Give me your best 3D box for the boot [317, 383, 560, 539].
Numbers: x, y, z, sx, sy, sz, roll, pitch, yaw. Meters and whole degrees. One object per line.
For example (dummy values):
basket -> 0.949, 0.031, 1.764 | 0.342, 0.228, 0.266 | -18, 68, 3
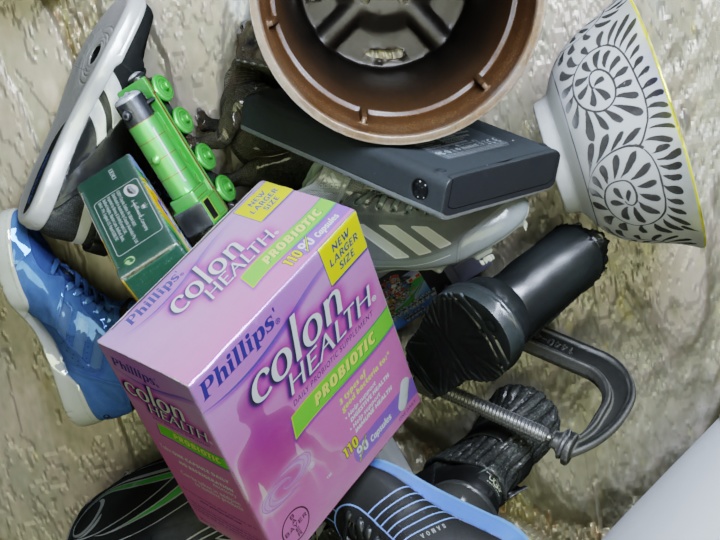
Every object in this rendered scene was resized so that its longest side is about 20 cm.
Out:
boot -> 0.070, 0.188, 1.026 | 0.210, 0.158, 0.080 | -27, 105, 42

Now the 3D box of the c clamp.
c clamp -> 0.118, 0.101, 0.977 | 0.198, 0.171, 0.027 | 18, 135, 19

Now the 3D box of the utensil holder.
utensil holder -> 0.313, 0.241, 1.024 | 0.169, 0.170, 0.200 | 39, 104, -11

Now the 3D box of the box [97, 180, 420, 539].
box -> -0.063, 0.074, 0.859 | 0.176, 0.096, 0.202 | -47, 136, -29

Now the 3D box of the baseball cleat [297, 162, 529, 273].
baseball cleat -> 0.022, -0.044, 0.891 | 0.198, 0.070, 0.107 | -17, 121, 23

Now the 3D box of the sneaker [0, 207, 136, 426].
sneaker -> -0.219, 0.029, 0.990 | 0.110, 0.077, 0.202 | -16, 110, 9

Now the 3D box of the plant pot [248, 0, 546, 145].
plant pot -> 0.021, -0.210, 0.870 | 0.197, 0.199, 0.203 | -1, 107, -2

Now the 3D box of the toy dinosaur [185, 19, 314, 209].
toy dinosaur -> -0.077, -0.099, 0.962 | 0.101, 0.077, 0.202 | -18, 102, 17

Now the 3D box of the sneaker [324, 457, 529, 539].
sneaker -> 0.029, 0.202, 0.900 | 0.198, 0.078, 0.071 | 16, 126, 25

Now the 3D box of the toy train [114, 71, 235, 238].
toy train -> -0.126, -0.059, 0.916 | 0.041, 0.056, 0.201 | -25, 105, 28

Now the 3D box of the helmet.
helmet -> -0.133, 0.245, 1.007 | 0.188, 0.200, 0.202 | -16, 106, 20

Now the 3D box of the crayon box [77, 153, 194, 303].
crayon box -> -0.136, 0.020, 0.932 | 0.051, 0.126, 0.201 | -32, 135, -4

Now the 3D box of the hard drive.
hard drive -> 0.028, -0.097, 0.880 | 0.199, 0.139, 0.033 | 27, 120, 35

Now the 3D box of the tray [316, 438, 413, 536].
tray -> 0.004, 0.214, 1.080 | 0.106, 0.022, 0.202 | -29, 105, 5

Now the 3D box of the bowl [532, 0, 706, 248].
bowl -> 0.189, -0.100, 0.913 | 0.093, 0.201, 0.203 | -18, 106, 12

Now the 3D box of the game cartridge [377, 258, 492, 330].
game cartridge -> 0.000, 0.000, 0.998 | 0.199, 0.039, 0.130 | -32, 117, 7

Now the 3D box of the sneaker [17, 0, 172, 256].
sneaker -> -0.189, -0.110, 0.967 | 0.111, 0.073, 0.202 | 24, 92, -31

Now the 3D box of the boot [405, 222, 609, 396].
boot -> 0.125, 0.019, 0.910 | 0.162, 0.198, 0.074 | -33, 83, -20
